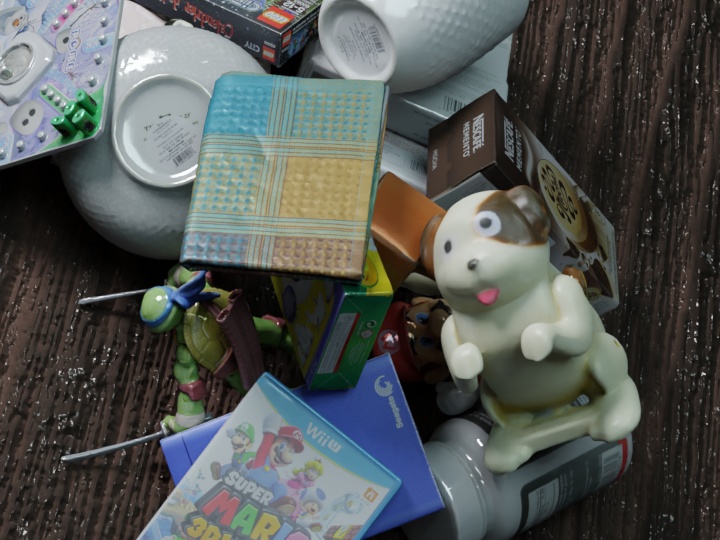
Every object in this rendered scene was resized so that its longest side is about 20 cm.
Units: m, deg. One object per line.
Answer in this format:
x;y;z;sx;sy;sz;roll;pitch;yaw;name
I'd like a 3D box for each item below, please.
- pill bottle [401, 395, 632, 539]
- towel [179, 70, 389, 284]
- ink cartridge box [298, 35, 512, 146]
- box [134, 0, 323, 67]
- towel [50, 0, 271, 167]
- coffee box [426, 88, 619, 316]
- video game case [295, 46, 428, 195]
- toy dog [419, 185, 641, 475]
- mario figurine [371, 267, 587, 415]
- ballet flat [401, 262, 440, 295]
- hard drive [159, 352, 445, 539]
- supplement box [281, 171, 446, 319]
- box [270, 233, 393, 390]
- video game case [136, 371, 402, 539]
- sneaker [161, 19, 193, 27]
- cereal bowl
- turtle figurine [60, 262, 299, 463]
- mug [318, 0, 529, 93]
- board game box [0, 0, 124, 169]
0.128;0.166;1.598;0.199;0.114;0.115;-22;72;-32;pill bottle
-0.057;-0.075;1.452;0.145;0.022;0.202;4;52;4;towel
0.046;-0.202;1.780;0.198;0.044;0.175;22;42;-11;ink cartridge box
-0.117;-0.270;1.730;0.199;0.038;0.137;26;43;21;box
-0.181;-0.157;1.696;0.198;0.032;0.193;13;59;-17;towel
0.148;-0.050;1.686;0.200;0.079;0.114;45;30;-29;coffee box
0.030;-0.148;1.768;0.198;0.023;0.183;24;43;-9;video game case
0.132;0.028;1.482;0.201;0.138;0.195;58;36;-28;toy dog
0.106;0.049;1.603;0.198;0.107;0.124;-9;34;-10;mario figurine
0.052;-0.014;1.660;0.199;0.072;0.068;25;37;-47;ballet flat
-0.047;0.164;1.499;0.198;0.025;0.133;-21;88;-1;hard drive
0.000;0.000;1.582;0.066;0.200;0.069;34;54;-3;supplement box
-0.035;-0.018;1.495;0.048;0.118;0.201;0;47;-21;box
-0.081;0.204;1.475;0.143;0.018;0.201;38;88;2;video game case
-0.161;-0.127;1.623;0.075;0.076;0.202;-5;66;-26;sneaker
-0.158;-0.111;1.551;0.197;0.083;0.203;0;84;-2;cereal bowl
-0.132;0.072;1.562;0.193;0.200;0.145;24;29;-34;turtle figurine
0.042;-0.262;1.666;0.175;0.147;0.202;-38;124;-41;mug
-0.293;-0.176;1.572;0.026;0.198;0.202;45;40;-47;board game box
